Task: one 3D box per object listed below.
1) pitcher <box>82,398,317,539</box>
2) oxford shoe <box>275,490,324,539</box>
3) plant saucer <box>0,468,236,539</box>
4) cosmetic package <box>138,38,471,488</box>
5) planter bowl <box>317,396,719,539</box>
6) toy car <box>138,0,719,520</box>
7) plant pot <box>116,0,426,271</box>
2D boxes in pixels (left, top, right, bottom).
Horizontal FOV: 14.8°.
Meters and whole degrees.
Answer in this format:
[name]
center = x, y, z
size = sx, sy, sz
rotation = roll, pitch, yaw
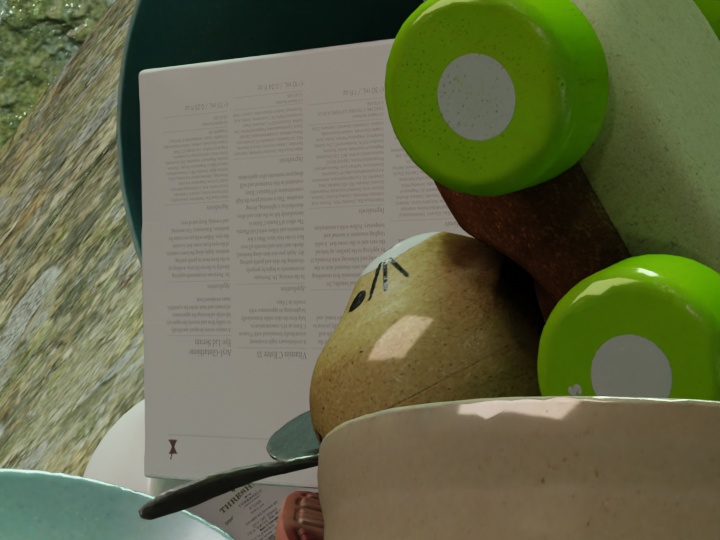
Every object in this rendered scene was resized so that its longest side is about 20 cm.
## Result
[pitcher]
center = -0.049, 0.099, 1.201
size = 0.172, 0.121, 0.200
rotation = -43, -3, -20
[oxford shoe]
center = -0.002, 0.130, 0.876
size = 0.200, 0.070, 0.075
rotation = -106, 35, -72
[plant saucer]
center = -0.121, 0.141, 1.012
size = 0.201, 0.200, 0.039
rotation = -82, 3, -63
[cosmetic package]
center = 0.000, 0.000, 0.958
size = 0.200, 0.052, 0.151
rotation = -1, 87, 50
[planter bowl]
center = 0.082, 0.117, 0.665
size = 0.200, 0.200, 0.135
rotation = -23, 57, 60
[toy car]
center = 0.029, 0.012, 0.800
size = 0.200, 0.158, 0.164
rotation = -31, -5, 28
[plant pot]
center = 0.017, -0.053, 1.079
size = 0.200, 0.135, 0.201
rotation = 5, 97, 49
